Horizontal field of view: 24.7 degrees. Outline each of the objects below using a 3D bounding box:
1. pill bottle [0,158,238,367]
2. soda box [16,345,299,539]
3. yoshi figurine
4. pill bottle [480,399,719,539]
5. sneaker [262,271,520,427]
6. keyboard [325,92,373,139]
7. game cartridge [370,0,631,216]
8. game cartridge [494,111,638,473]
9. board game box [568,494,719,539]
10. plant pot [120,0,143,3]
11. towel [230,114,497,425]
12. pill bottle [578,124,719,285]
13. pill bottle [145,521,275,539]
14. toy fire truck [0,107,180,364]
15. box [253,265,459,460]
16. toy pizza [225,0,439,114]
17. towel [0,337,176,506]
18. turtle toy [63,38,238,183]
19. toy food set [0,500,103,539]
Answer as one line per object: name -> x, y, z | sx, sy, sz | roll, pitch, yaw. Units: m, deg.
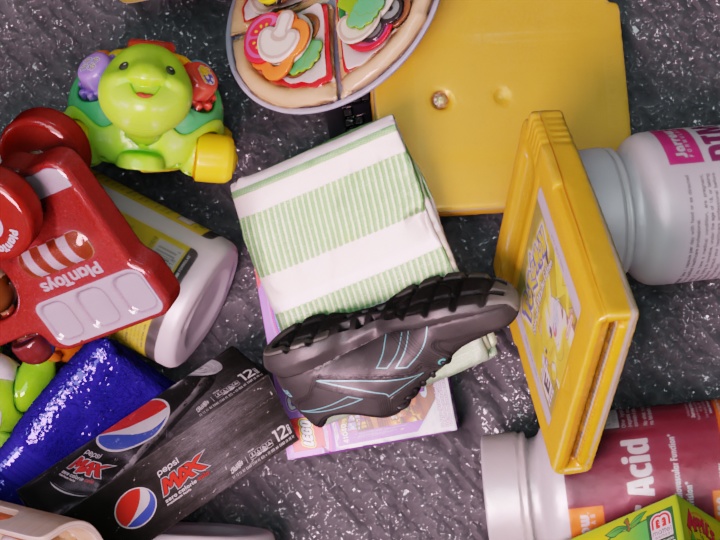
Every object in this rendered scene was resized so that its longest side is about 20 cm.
pill bottle -> -0.206, -0.016, 1.291 | 0.200, 0.111, 0.112 | 28, 90, 8
soda box -> -0.151, 0.145, 1.235 | 0.200, 0.063, 0.071 | -34, 123, -18
yoshi figurine -> -0.292, 0.134, 1.316 | 0.112, 0.112, 0.201 | 26, 77, -25
pill bottle -> 0.193, 0.160, 1.227 | 0.199, 0.114, 0.115 | -7, 86, 7
sneaker -> 0.030, 0.058, 1.211 | 0.199, 0.075, 0.079 | -17, 107, 22
keyboard -> 0.027, -0.175, 1.317 | 0.127, 0.021, 0.201 | -10, 86, 7
game cartridge -> 0.108, -0.131, 1.279 | 0.199, 0.032, 0.177 | -3, 82, -5
game cartridge -> 0.138, 0.012, 1.161 | 0.032, 0.177, 0.200 | -6, 49, -11
board game box -> 0.177, 0.234, 1.190 | 0.200, 0.101, 0.048 | -31, 43, 32
plant pot -> -0.114, -0.348, 1.231 | 0.199, 0.177, 0.201 | -9, 58, 7
towel -> 0.000, 0.000, 1.246 | 0.152, 0.023, 0.201 | -22, 96, 13
pill bottle -> 0.250, -0.049, 1.210 | 0.199, 0.113, 0.114 | -6, 86, -9
pill bottle -> -0.125, 0.299, 1.261 | 0.114, 0.114, 0.201 | 2, 87, 7
toy fire truck -> -0.249, -0.008, 1.195 | 0.199, 0.112, 0.168 | -21, 114, 28
box -> -0.007, 0.039, 1.298 | 0.136, 0.039, 0.201 | -10, 86, 6
toy pizza -> -0.026, -0.215, 1.273 | 0.200, 0.032, 0.201 | -14, 61, 27
towel -> -0.214, 0.160, 1.270 | 0.200, 0.148, 0.050 | -51, 43, -1
turtle toy -> -0.163, -0.124, 1.251 | 0.145, 0.200, 0.102 | 5, 99, -8
toy food set -> -0.226, 0.246, 1.179 | 0.143, 0.060, 0.200 | 4, 128, 39
